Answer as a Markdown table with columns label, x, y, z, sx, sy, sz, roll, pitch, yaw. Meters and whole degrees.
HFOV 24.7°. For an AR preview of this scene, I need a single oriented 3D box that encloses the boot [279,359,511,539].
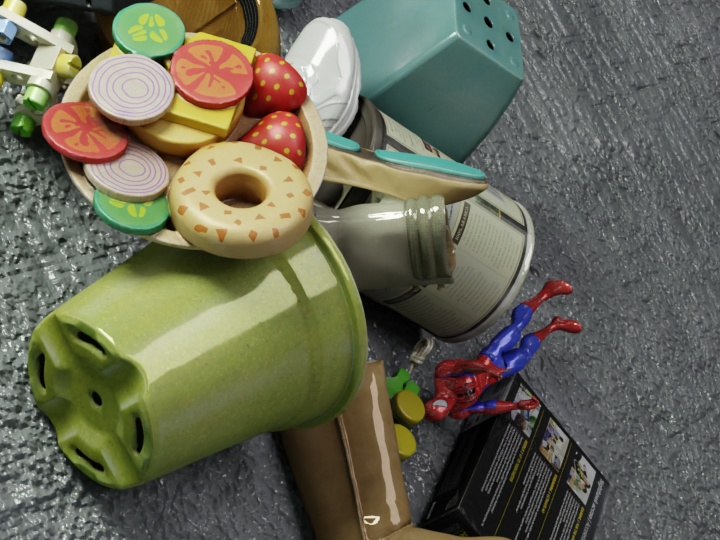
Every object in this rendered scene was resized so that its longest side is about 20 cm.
| label | x | y | z | sx | sy | sz | roll | pitch | yaw |
| --- | --- | --- | --- | --- | --- | --- | --- | --- | --- |
| boot | 0.027 | 0.162 | 1.275 | 0.066 | 0.173 | 0.202 | 56 | 19 | -66 |

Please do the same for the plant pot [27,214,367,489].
| label | x | y | z | sx | sy | sz | roll | pitch | yaw |
| --- | --- | --- | --- | --- | --- | --- | --- | --- | --- |
| plant pot | -0.128 | 0.057 | 1.170 | 0.184 | 0.200 | 0.202 | -28 | 85 | -42 |

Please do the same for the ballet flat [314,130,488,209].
| label | x | y | z | sx | sy | sz | roll | pitch | yaw |
| --- | --- | --- | --- | --- | --- | --- | --- | --- | --- |
| ballet flat | 0.001 | -0.074 | 1.313 | 0.198 | 0.064 | 0.069 | 15 | 12 | 0 |

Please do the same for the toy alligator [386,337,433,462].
| label | x | y | z | sx | sy | sz | roll | pitch | yaw |
| --- | --- | --- | --- | --- | --- | --- | --- | --- | --- |
| toy alligator | 0.018 | 0.116 | 1.383 | 0.054 | 0.059 | 0.201 | 34 | 41 | -15 |

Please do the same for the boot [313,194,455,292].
| label | x | y | z | sx | sy | sz | roll | pitch | yaw |
| --- | --- | --- | --- | --- | --- | --- | --- | --- | --- |
| boot | 0.000 | 0.000 | 1.308 | 0.200 | 0.153 | 0.073 | 85 | -2 | -66 |

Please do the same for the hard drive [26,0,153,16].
| label | x | y | z | sx | sy | sz | roll | pitch | yaw |
| --- | --- | --- | --- | --- | --- | --- | --- | --- | --- |
| hard drive | -0.235 | -0.241 | 1.272 | 0.139 | 0.198 | 0.033 | -40 | 137 | -53 |

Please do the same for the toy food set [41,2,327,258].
| label | x | y | z | sx | sy | sz | roll | pitch | yaw |
| --- | --- | --- | --- | --- | --- | --- | --- | --- | --- |
| toy food set | -0.119 | -0.096 | 1.150 | 0.196 | 0.049 | 0.201 | 16 | 54 | -2 |

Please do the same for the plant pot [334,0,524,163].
| label | x | y | z | sx | sy | sz | roll | pitch | yaw |
| --- | --- | --- | --- | --- | --- | --- | --- | --- | --- |
| plant pot | 0.050 | -0.177 | 1.525 | 0.141 | 0.199 | 0.142 | 28 | 43 | -33 |

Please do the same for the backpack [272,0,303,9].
| label | x | y | z | sx | sy | sz | roll | pitch | yaw |
| --- | --- | --- | --- | --- | --- | --- | --- | --- | --- |
| backpack | -0.070 | -0.360 | 1.573 | 0.176 | 0.153 | 0.201 | 44 | 44 | -25 |

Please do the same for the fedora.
| label | x | y | z | sx | sy | sz | roll | pitch | yaw |
| --- | --- | --- | --- | --- | --- | --- | --- | --- | --- |
| fedora | -0.161 | -0.212 | 1.406 | 0.199 | 0.082 | 0.203 | 22 | 53 | -32 |

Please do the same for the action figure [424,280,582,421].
| label | x | y | z | sx | sy | sz | roll | pitch | yaw |
| --- | --- | --- | --- | --- | --- | --- | --- | --- | --- |
| action figure | 0.140 | 0.082 | 1.460 | 0.199 | 0.098 | 0.066 | -34 | 117 | -32 |

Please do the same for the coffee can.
| label | x | y | z | sx | sy | sz | roll | pitch | yaw |
| --- | --- | --- | --- | --- | --- | --- | --- | --- | --- |
| coffee can | 0.035 | -0.043 | 1.450 | 0.199 | 0.146 | 0.148 | 31 | 43 | -31 |

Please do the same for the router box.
| label | x | y | z | sx | sy | sz | roll | pitch | yaw |
| --- | --- | --- | --- | --- | --- | --- | --- | --- | --- |
| router box | 0.143 | 0.209 | 1.464 | 0.149 | 0.051 | 0.200 | 49 | 36 | -13 |

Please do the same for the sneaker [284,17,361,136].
| label | x | y | z | sx | sy | sz | roll | pitch | yaw |
| --- | --- | --- | --- | --- | --- | --- | --- | --- | --- |
| sneaker | -0.069 | -0.126 | 1.362 | 0.099 | 0.077 | 0.202 | 31 | 82 | -52 |

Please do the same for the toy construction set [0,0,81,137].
| label | x | y | z | sx | sy | sz | roll | pitch | yaw |
| --- | --- | --- | --- | --- | --- | --- | --- | --- | --- |
| toy construction set | -0.191 | -0.122 | 1.249 | 0.199 | 0.131 | 0.093 | 31 | 69 | 8 |
